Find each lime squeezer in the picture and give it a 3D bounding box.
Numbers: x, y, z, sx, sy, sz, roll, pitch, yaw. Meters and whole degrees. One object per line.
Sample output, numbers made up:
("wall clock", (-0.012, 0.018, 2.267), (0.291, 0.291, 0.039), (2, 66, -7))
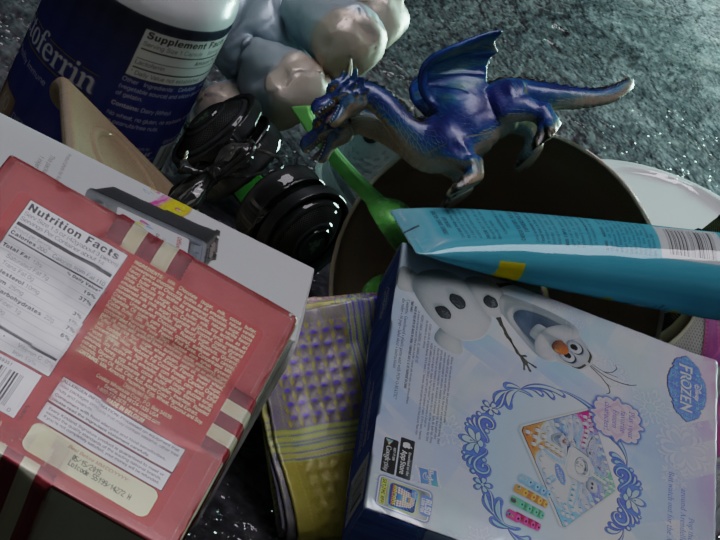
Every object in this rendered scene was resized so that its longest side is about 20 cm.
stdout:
("lime squeezer", (0.000, 0.000, 1.450), (0.070, 0.201, 0.038), (-3, -5, -4))

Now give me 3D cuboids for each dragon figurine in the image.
("dragon figurine", (0.064, -0.102, 1.440), (0.100, 0.199, 0.059), (59, -12, 8))

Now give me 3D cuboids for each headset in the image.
("headset", (-0.074, -0.046, 1.539), (0.124, 0.094, 0.200), (49, -6, 8))

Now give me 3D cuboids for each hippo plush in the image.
("hippo plush", (-0.071, -0.189, 1.672), (0.161, 0.159, 0.200), (54, 21, -12))

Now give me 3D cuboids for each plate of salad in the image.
("plate of salad", (0.223, -0.020, 1.859), (0.199, 0.048, 0.200), (14, 31, -9))

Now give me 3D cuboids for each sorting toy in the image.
("sorting toy", (-0.117, -0.005, 1.450), (0.185, 0.036, 0.200), (46, 12, -32))

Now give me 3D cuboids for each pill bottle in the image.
("pill bottle", (-0.145, -0.153, 1.556), (0.115, 0.200, 0.116), (23, 27, -12))

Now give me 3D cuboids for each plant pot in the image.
("plant pot", (0.084, 0.020, 1.529), (0.200, 0.201, 0.134), (33, -4, 7))

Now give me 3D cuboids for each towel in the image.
("towel", (0.031, 0.076, 1.400), (0.199, 0.023, 0.144), (-5, 71, -20))

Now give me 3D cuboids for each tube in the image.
("tube", (0.119, -0.010, 1.414), (0.199, 0.051, 0.077), (9, 12, -14))

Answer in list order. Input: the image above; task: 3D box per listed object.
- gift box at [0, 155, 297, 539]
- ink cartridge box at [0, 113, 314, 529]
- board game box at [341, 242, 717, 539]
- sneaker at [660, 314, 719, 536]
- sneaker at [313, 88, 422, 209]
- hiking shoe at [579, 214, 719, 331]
("gift box", (-0.163, 0.093, 1.138), (0.184, 0.187, 0.200), (32, 46, 2))
("ink cartridge box", (-0.145, 0.027, 1.297), (0.199, 0.148, 0.086), (26, 32, -9))
("board game box", (0.096, 0.097, 1.340), (0.198, 0.043, 0.200), (20, 43, -10))
("sneaker", (0.205, 0.079, 1.526), (0.088, 0.201, 0.081), (15, -1, -1))
("sneaker", (0.041, -0.052, 1.658), (0.075, 0.116, 0.200), (5, 35, -40))
("hiking shoe", (0.195, 0.022, 1.598), (0.100, 0.200, 0.076), (9, 47, -27))
